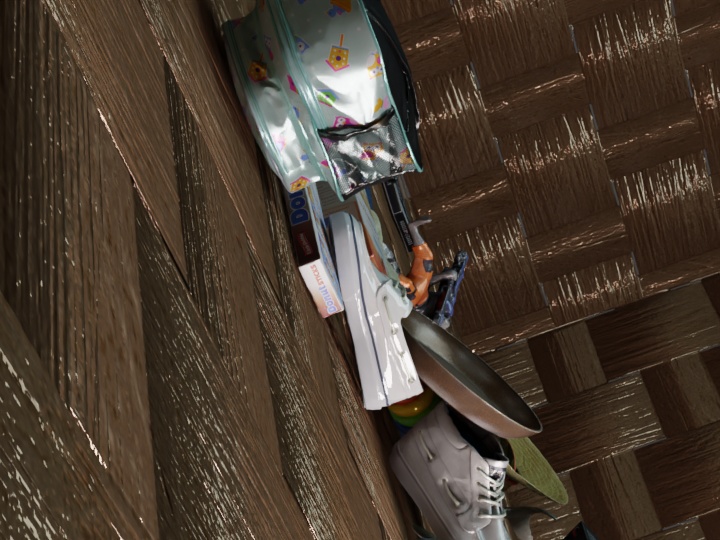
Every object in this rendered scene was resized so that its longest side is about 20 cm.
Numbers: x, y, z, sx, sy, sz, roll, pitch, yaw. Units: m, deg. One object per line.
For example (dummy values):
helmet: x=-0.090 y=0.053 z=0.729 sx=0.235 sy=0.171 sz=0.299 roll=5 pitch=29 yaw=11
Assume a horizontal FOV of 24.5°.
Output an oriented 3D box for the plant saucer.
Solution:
plant saucer: x=0.100 y=0.108 z=1.688 sx=0.199 sy=0.032 sz=0.200 roll=38 pitch=8 yaw=-6

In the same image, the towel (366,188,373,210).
towel: x=-0.031 y=-0.133 z=1.933 sx=0.201 sy=0.048 sz=0.112 roll=67 pitch=8 yaw=-47

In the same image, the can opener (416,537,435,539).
can opener: x=0.087 y=0.347 z=1.551 sx=0.066 sy=0.053 sz=0.202 roll=21 pitch=42 yaw=-40

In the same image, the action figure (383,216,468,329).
action figure: x=0.087 y=0.017 z=2.417 sx=0.201 sy=0.103 sz=0.195 roll=-62 pitch=144 yaw=-48

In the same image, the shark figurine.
shark figurine: x=0.114 y=0.297 z=1.727 sx=0.214 sy=0.127 sz=0.090 roll=-44 pitch=159 yaw=-61

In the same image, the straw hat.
straw hat: x=0.123 y=0.202 z=1.763 sx=0.201 sy=0.085 sz=0.201 roll=44 pitch=9 yaw=-9

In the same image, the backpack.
backpack: x=-0.036 y=-0.179 z=1.427 sx=0.201 sy=0.151 sz=0.177 roll=81 pitch=-7 yaw=-52

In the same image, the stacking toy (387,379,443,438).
stacking toy: x=0.060 y=0.139 z=1.801 sx=0.200 sy=0.085 sz=0.086 roll=57 pitch=14 yaw=-53

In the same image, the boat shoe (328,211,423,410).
boat shoe: x=0.016 y=0.033 z=1.571 sx=0.074 sy=0.066 sz=0.202 roll=-109 pitch=-172 yaw=-64

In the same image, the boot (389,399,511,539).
boot: x=0.115 y=0.223 z=1.630 sx=0.201 sy=0.096 sz=0.073 roll=51 pitch=28 yaw=18

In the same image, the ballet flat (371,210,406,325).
ballet flat: x=0.000 y=0.000 z=1.813 sx=0.062 sy=0.067 sz=0.201 roll=31 pitch=27 yaw=-37

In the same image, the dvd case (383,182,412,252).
dvd case: x=0.063 y=-0.155 z=3.224 sx=0.151 sy=0.024 sz=0.202 roll=65 pitch=9 yaw=-59

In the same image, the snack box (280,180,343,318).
snack box: x=-0.051 y=-0.052 z=1.541 sx=0.201 sy=0.024 sz=0.072 roll=-104 pitch=174 yaw=-45

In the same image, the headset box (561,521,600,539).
headset box: x=0.182 y=0.360 z=1.667 sx=0.075 sy=0.200 sz=0.149 roll=45 pitch=5 yaw=1

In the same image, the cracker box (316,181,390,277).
cracker box: x=-0.020 y=-0.061 z=1.728 sx=0.134 sy=0.057 sz=0.202 roll=63 pitch=9 yaw=-61
